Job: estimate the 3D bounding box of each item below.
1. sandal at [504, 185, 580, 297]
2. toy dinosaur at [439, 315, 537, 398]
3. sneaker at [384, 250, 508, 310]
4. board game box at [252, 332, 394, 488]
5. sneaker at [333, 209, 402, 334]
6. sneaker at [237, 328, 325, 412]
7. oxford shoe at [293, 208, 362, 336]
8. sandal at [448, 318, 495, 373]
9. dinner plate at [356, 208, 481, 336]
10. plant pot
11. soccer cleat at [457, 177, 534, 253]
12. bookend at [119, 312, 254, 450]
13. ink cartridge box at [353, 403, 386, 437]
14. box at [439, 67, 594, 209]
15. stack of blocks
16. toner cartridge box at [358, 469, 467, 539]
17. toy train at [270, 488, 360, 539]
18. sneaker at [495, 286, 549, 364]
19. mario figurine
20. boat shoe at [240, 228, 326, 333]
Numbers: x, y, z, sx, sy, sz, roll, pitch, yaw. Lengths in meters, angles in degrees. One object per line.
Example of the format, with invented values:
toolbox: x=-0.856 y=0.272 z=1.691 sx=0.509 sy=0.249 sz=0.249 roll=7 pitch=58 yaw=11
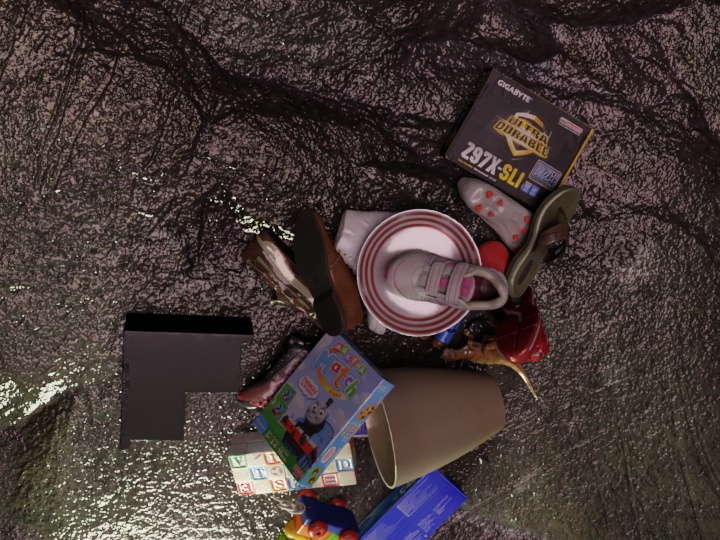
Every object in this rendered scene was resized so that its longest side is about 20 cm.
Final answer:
sandal: x=0.301 y=-0.040 z=1.396 sx=0.080 sy=0.057 sz=0.201 roll=25 pitch=94 yaw=-47
toy dinosaur: x=0.221 y=0.137 z=1.466 sx=0.200 sy=0.060 sz=0.106 roll=15 pitch=101 yaw=-21
sneaker: x=0.138 y=0.016 z=1.324 sx=0.200 sy=0.088 sz=0.081 roll=6 pitch=93 yaw=-7
board game box: x=-0.060 y=0.205 z=1.332 sx=0.200 sy=0.151 sz=0.037 roll=-50 pitch=136 yaw=2
sneaker: x=0.000 y=0.000 z=1.409 sx=0.115 sy=0.074 sz=0.200 roll=5 pitch=93 yaw=-8
sneaker: x=-0.117 y=0.157 z=1.422 sx=0.200 sy=0.071 sz=0.098 roll=-26 pitch=106 yaw=-5
oxford shoe: x=-0.049 y=-0.002 z=1.351 sx=0.071 sy=0.071 sz=0.200 roll=-18 pitch=91 yaw=-44
sandal: x=0.180 y=0.179 z=1.497 sx=0.075 sy=0.045 sz=0.200 roll=21 pitch=85 yaw=-19
dinner plate: x=0.092 y=0.003 z=1.373 sx=0.200 sy=0.024 sz=0.200 roll=0 pitch=94 yaw=-6
plant pot: x=0.121 y=0.231 z=1.389 sx=0.200 sy=0.187 sz=0.188 roll=-10 pitch=105 yaw=-12
soccer cleat: x=0.235 y=-0.091 z=1.427 sx=0.200 sy=0.078 sz=0.069 roll=36 pitch=102 yaw=-35
bookend: x=-0.277 y=0.177 z=1.389 sx=0.200 sy=0.092 sz=0.199 roll=2 pitch=104 yaw=-11
ink cartridge box: x=0.018 y=0.231 z=1.479 sx=0.200 sy=0.039 sz=0.100 roll=1 pitch=103 yaw=-11
box: x=0.251 y=-0.208 z=1.409 sx=0.200 sy=0.049 sz=0.160 roll=28 pitch=99 yaw=-15
stack of blocks: x=-0.111 y=0.297 z=1.431 sx=0.200 sy=0.059 sz=0.115 roll=-8 pitch=117 yaw=5
toner cartridge box: x=0.083 y=0.434 z=1.535 sx=0.200 sy=0.043 sz=0.095 roll=-45 pitch=105 yaw=3
toy train: x=-0.108 y=0.432 z=1.463 sx=0.200 sy=0.085 sz=0.116 roll=28 pitch=112 yaw=-36
sneaker: x=0.278 y=0.115 z=1.417 sx=0.078 sy=0.200 sz=0.116 roll=-21 pitch=112 yaw=25
mario figurine: x=0.168 y=0.030 z=1.450 sx=0.200 sy=0.123 sz=0.106 roll=-49 pitch=65 yaw=12
boat shoe: x=-0.112 y=0.030 z=1.395 sx=0.075 sy=0.075 sz=0.202 roll=-38 pitch=95 yaw=10
